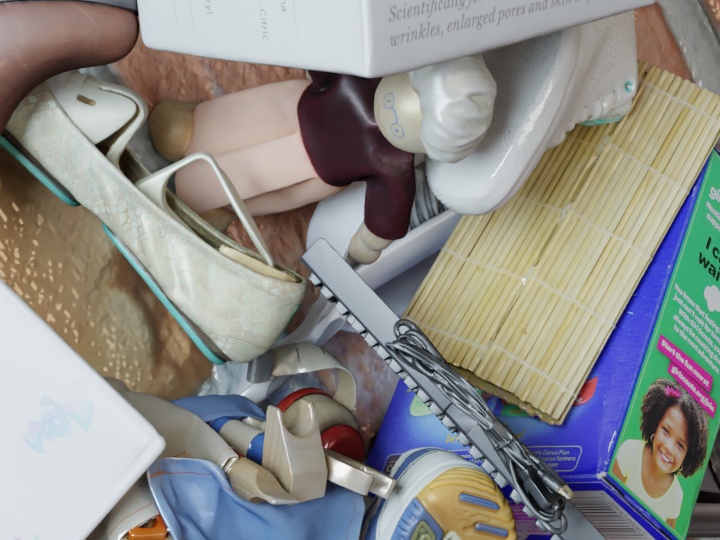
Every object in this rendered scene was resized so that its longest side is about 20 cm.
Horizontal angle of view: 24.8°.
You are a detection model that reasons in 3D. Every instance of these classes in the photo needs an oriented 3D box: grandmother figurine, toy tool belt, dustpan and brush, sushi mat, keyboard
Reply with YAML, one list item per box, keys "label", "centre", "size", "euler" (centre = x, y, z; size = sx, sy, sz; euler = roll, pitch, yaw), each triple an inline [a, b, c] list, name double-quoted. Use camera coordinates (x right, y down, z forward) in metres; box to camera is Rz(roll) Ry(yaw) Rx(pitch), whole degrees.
- label: "grandmother figurine"
  centre: [-0.014, -0.060, 0.748]
  size: [0.061, 0.199, 0.122]
  euler: [-42, 109, -38]
- label: "toy tool belt"
  centre: [-0.050, 0.110, 0.729]
  size: [0.199, 0.122, 0.126]
  euler: [-8, 116, -42]
- label: "dustpan and brush"
  centre: [0.000, 0.000, 0.833]
  size: [0.199, 0.057, 0.140]
  euler: [-34, 150, -9]
- label: "sushi mat"
  centre: [0.102, -0.025, 0.815]
  size: [0.201, 0.095, 0.012]
  euler: [-58, 160, -20]
- label: "keyboard"
  centre: [0.044, 0.064, 0.718]
  size: [0.021, 0.127, 0.200]
  euler: [-43, 81, -5]

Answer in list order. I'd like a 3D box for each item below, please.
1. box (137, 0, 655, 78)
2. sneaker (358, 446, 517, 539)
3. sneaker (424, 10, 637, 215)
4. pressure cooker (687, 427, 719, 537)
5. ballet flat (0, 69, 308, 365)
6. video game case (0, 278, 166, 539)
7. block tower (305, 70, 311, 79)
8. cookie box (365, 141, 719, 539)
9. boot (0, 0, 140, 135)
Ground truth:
- label: "box"
  centre: [0.016, -0.196, 0.663]
  size: [0.198, 0.130, 0.203]
  euler: [-20, 114, -44]
- label: "sneaker"
  centre: [0.010, 0.179, 0.776]
  size: [0.075, 0.088, 0.201]
  euler: [28, 93, -16]
- label: "sneaker"
  centre: [0.098, -0.093, 0.793]
  size: [0.089, 0.075, 0.201]
  euler: [48, 52, -32]
- label: "pressure cooker"
  centre: [0.225, 0.064, 0.942]
  size: [0.176, 0.199, 0.180]
  euler: [41, 58, -33]
- label: "ballet flat"
  centre: [-0.102, -0.045, 0.734]
  size: [0.062, 0.068, 0.200]
  euler: [-42, 101, 9]
- label: "video game case"
  centre: [-0.202, 0.079, 0.612]
  size: [0.182, 0.024, 0.200]
  euler: [46, 76, -16]
- label: "block tower"
  centre: [0.000, -0.153, 0.877]
  size: [0.057, 0.054, 0.203]
  euler: [-4, 86, -41]
- label: "cookie box"
  centre: [0.111, 0.042, 0.864]
  size: [0.075, 0.170, 0.201]
  euler: [42, 58, -31]
- label: "boot"
  centre: [-0.157, -0.004, 0.655]
  size: [0.186, 0.068, 0.202]
  euler: [-16, 90, -17]
